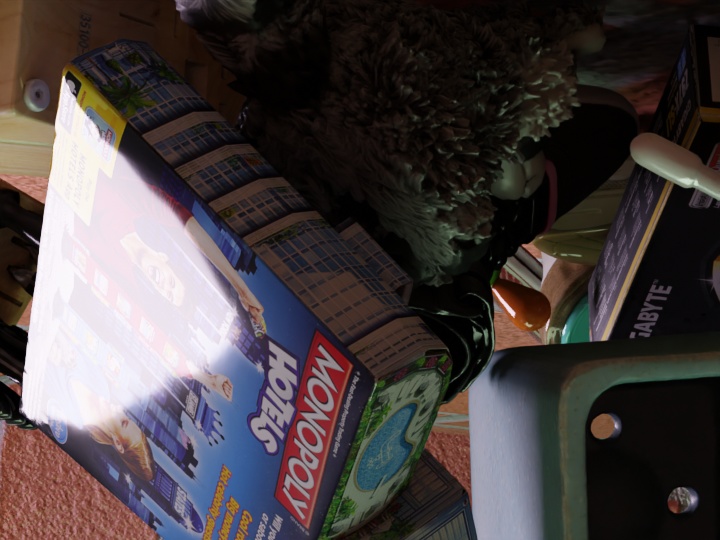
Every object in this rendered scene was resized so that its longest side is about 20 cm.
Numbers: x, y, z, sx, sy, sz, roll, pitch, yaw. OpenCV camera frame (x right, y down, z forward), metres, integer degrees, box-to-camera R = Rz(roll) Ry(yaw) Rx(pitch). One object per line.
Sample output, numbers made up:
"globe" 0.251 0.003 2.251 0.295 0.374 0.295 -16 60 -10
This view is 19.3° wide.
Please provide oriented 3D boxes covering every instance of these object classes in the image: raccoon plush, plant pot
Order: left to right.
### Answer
"raccoon plush" 0.021 -0.089 0.721 0.097 0.134 0.200 17 146 27
"plant pot" 0.133 0.111 0.830 0.196 0.196 0.200 -4 -173 -17

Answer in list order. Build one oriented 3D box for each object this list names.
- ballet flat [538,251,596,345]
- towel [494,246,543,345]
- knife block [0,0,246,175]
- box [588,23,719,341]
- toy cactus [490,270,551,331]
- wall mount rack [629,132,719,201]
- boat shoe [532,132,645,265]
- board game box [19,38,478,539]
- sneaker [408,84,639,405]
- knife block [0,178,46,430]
"ballet flat" 0.138 -0.005 1.076 0.200 0.068 0.072 -16 -131 -44
"towel" 0.091 0.007 1.190 0.144 0.023 0.200 42 176 9
"knife block" -0.150 -0.073 0.807 0.175 0.064 0.200 -2 170 40
"box" 0.190 -0.019 0.868 0.159 0.049 0.200 3 149 -6
"toy cactus" 0.000 0.000 0.911 0.200 0.102 0.165 -38 158 6
"wall mount rack" 0.187 -0.050 0.608 0.173 0.075 0.200 6 127 -30
"boat shoe" 0.173 -0.045 0.952 0.200 0.063 0.073 -7 161 27
"board game box" -0.027 0.047 0.721 0.062 0.200 0.200 -33 157 -32
"sneaker" 0.043 -0.004 0.814 0.200 0.071 0.099 -23 -136 -21
"knife block" -0.171 -0.024 0.920 0.175 0.200 0.064 -19 156 17
